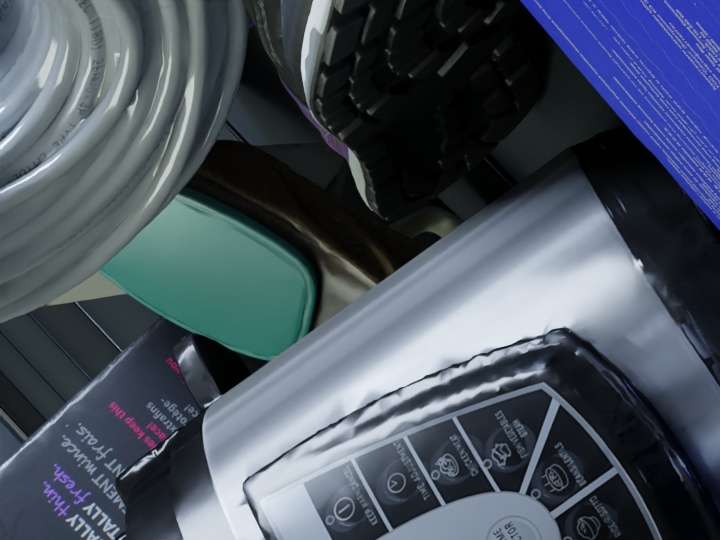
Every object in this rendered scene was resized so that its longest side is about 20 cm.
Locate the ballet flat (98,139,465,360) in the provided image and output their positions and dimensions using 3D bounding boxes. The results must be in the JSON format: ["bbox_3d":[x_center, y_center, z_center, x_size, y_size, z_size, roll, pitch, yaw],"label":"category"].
[{"bbox_3d":[0.000,0.000,0.888,0.200,0.072,0.068,25,138,7],"label":"ballet flat"}]

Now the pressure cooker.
[{"bbox_3d":[0.039,0.086,0.690,0.179,0.200,0.176,51,-170,-27],"label":"pressure cooker"}]

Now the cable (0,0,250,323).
[{"bbox_3d":[-0.126,-0.064,0.770,0.069,0.200,0.200,57,174,37],"label":"cable"}]

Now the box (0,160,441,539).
[{"bbox_3d":[-0.029,0.074,0.978,0.122,0.200,0.106,45,168,13],"label":"box"}]

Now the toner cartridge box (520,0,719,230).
[{"bbox_3d":[0.111,-0.016,0.576,0.200,0.043,0.095,49,169,-5],"label":"toner cartridge box"}]

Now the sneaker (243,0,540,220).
[{"bbox_3d":[-0.006,-0.081,0.714,0.088,0.076,0.200,51,169,14],"label":"sneaker"}]

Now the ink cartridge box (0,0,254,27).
[{"bbox_3d":[-0.097,-0.096,0.858,0.042,0.119,0.200,40,167,35],"label":"ink cartridge box"}]

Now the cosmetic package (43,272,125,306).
[{"bbox_3d":[-0.118,-0.086,0.974,0.200,0.073,0.104,62,-156,-50],"label":"cosmetic package"}]
